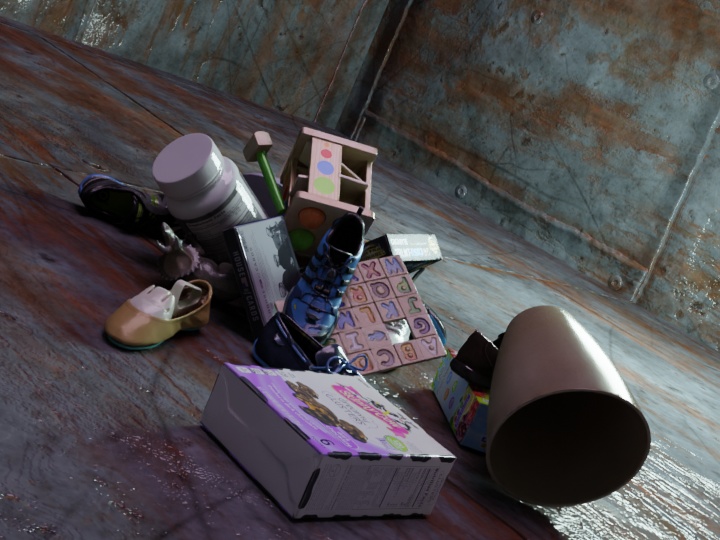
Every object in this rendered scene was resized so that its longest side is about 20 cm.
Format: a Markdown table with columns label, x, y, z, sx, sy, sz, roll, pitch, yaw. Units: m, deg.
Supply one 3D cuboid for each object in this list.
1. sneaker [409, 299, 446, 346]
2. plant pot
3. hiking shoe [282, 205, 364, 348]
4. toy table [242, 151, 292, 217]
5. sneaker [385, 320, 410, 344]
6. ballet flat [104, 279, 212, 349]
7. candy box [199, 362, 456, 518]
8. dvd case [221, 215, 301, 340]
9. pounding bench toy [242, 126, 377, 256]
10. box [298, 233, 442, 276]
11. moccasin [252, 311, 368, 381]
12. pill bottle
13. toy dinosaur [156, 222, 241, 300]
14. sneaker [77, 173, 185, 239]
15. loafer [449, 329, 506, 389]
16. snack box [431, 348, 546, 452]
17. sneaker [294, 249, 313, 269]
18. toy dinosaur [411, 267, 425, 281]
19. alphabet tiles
| label | x | y | z | sx | sy | sz | roll | pitch | yaw |
| --- | --- | --- | --- | --- | --- | --- | --- | --- | --- |
| sneaker | 0.073 | 0.066 | 1.748 | 0.199 | 0.074 | 0.081 | 35 | 14 | 38 |
| plant pot | 0.230 | 0.141 | 1.307 | 0.185 | 0.188 | 0.201 | 21 | 34 | -16 |
| hiking shoe | -0.047 | 0.008 | 1.405 | 0.073 | 0.087 | 0.202 | 19 | 51 | 0 |
| toy table | -0.136 | -0.101 | 1.848 | 0.199 | 0.186 | 0.116 | 27 | 26 | 31 |
| sneaker | 0.042 | 0.085 | 1.606 | 0.072 | 0.072 | 0.200 | 24 | 12 | -3 |
| ballet flat | -0.228 | 0.041 | 1.259 | 0.068 | 0.064 | 0.200 | 26 | 12 | 11 |
| candy box | -0.031 | 0.168 | 1.088 | 0.199 | 0.072 | 0.167 | 12 | 17 | -47 |
| dvd case | -0.121 | 0.007 | 1.476 | 0.024 | 0.152 | 0.200 | -16 | 2 | 16 |
| pounding bench toy | -0.088 | -0.115 | 1.673 | 0.197 | 0.125 | 0.158 | 15 | 52 | -15 |
| box | 0.000 | 0.000 | 1.643 | 0.198 | 0.198 | 0.050 | -6 | 75 | -65 |
| moccasin | -0.046 | 0.116 | 1.294 | 0.199 | 0.069 | 0.080 | 30 | 13 | 22 |
| pill bottle | -0.203 | -0.088 | 1.542 | 0.114 | 0.114 | 0.201 | 37 | -17 | 46 |
| toy dinosaur | -0.203 | 0.008 | 1.478 | 0.199 | 0.077 | 0.103 | 34 | 14 | -23 |
| sneaker | -0.321 | -0.085 | 1.628 | 0.197 | 0.072 | 0.083 | 16 | 19 | -16 |
| loafer | 0.205 | 0.121 | 1.445 | 0.198 | 0.072 | 0.073 | 13 | 16 | -44 |
| snack box | 0.196 | 0.191 | 1.467 | 0.167 | 0.068 | 0.200 | 22 | 13 | -12 |
| sneaker | -0.078 | -0.005 | 1.754 | 0.072 | 0.085 | 0.199 | 32 | 24 | 17 |
| toy dinosaur | 0.011 | 0.041 | 1.629 | 0.199 | 0.088 | 0.048 | -16 | 76 | -48 |
| alphabet tiles | -0.006 | 0.062 | 1.436 | 0.197 | 0.008 | 0.169 | -11 | 58 | -23 |
